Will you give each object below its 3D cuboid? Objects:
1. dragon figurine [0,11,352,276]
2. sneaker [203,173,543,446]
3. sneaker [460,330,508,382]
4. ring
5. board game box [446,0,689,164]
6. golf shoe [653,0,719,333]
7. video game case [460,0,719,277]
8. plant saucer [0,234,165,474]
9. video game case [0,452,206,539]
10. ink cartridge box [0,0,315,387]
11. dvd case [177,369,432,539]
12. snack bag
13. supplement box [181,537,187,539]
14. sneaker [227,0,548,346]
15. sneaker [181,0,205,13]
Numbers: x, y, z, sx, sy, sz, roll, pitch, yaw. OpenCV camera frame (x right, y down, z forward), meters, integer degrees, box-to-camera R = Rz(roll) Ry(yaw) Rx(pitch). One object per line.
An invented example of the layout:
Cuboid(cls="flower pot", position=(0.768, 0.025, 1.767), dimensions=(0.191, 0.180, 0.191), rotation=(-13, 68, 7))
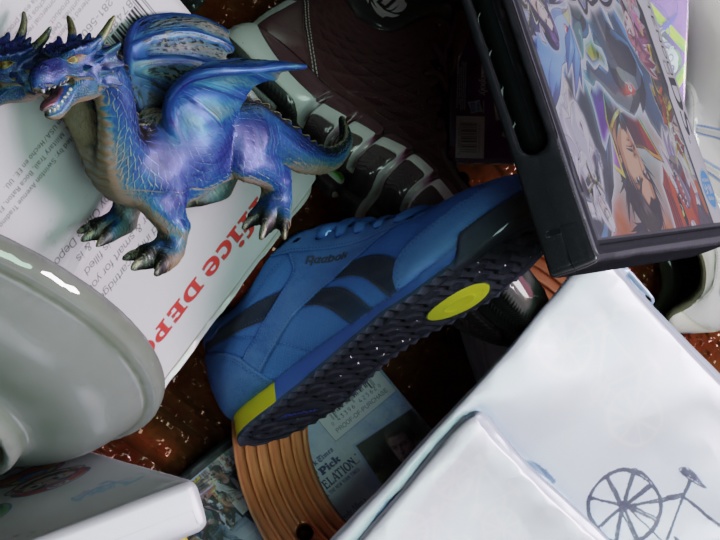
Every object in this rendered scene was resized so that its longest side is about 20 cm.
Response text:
Cuboid(cls="dragon figurine", position=(-0.060, -0.063, 0.716), dimensions=(0.199, 0.059, 0.100), rotation=(-18, 124, -39))
Cuboid(cls="sneaker", position=(0.000, 0.000, 0.801), dimensions=(0.066, 0.200, 0.079), rotation=(1, 60, -49))
Cuboid(cls="sneaker", position=(0.119, 0.087, 0.944), dimensions=(0.080, 0.076, 0.202), rotation=(-22, 103, -28))
Cuboid(cls="ring", position=(0.039, 0.072, 0.871), dimensions=(0.198, 0.019, 0.202), rotation=(0, 74, 0))
Cuboid(cls="board game box", position=(0.103, -0.152, 0.918), dimensions=(0.119, 0.032, 0.202), rotation=(2, 94, 2))
Cuboid(cls="golf shoe", position=(0.172, -0.062, 0.958), dimensions=(0.097, 0.078, 0.202), rotation=(-19, 101, -17))
Cuboid(cls="video game case", position=(0.095, -0.091, 0.791), dimensions=(0.200, 0.025, 0.182), rotation=(-6, 78, -65))
Cuboid(cls="plant saucer", position=(-0.176, 0.037, 0.722), dimensions=(0.199, 0.200, 0.051), rotation=(29, 60, -24))
Cuboid(cls="video game case", position=(-0.180, 0.117, 0.737), dimensions=(0.199, 0.182, 0.024), rotation=(-19, 97, -23))
Cuboid(cls="ink cartridge box", position=(-0.126, -0.051, 0.763), dimensions=(0.146, 0.084, 0.200), rotation=(-52, 140, -11))
Cuboid(cls="dvd case", position=(0.006, 0.150, 0.874), dimensions=(0.142, 0.018, 0.200), rotation=(-38, 83, -18))
Cuboid(cls="snack bag", position=(0.108, 0.121, 0.832), dimensions=(0.189, 0.021, 0.200), rotation=(44, 83, -13))
Cuboid(cls="supplement box", position=(-0.145, 0.204, 0.778), dimensions=(0.199, 0.103, 0.132), rotation=(-22, 87, -16))
Cuboid(cls="sneaker", position=(0.036, -0.067, 0.867), dimensions=(0.200, 0.076, 0.116), rotation=(44, 64, 3))
Cuboid(cls="sneaker", position=(-0.090, -0.159, 0.834), dimensions=(0.199, 0.080, 0.074), rotation=(-24, 142, -10))
